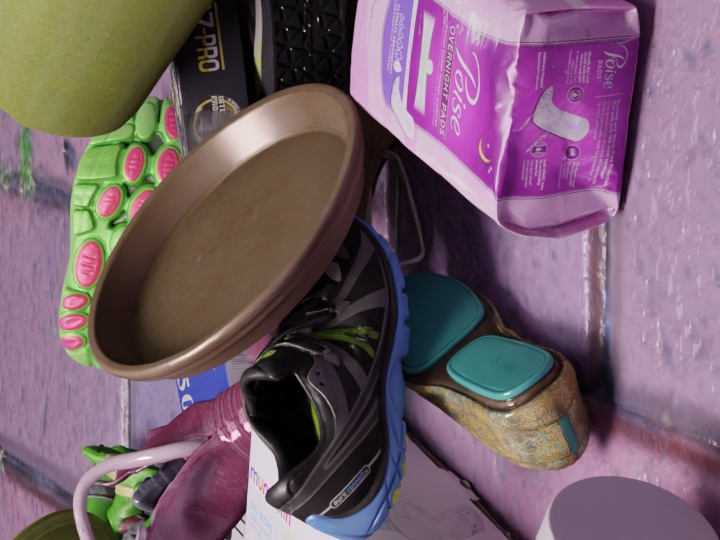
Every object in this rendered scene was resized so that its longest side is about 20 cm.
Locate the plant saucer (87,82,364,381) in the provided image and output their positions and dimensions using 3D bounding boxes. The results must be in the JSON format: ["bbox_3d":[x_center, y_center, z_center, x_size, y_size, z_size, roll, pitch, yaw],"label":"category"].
[{"bbox_3d":[-0.069,-0.017,1.419,0.200,0.029,0.201,-34,31,24],"label":"plant saucer"}]

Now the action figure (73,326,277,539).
[{"bbox_3d":[-0.072,0.089,1.570,0.200,0.149,0.134,-40,60,22],"label":"action figure"}]

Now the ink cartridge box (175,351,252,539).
[{"bbox_3d":[-0.079,0.108,1.714,0.094,0.044,0.201,132,131,-57],"label":"ink cartridge box"}]

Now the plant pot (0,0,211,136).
[{"bbox_3d":[-0.153,-0.185,1.470,0.191,0.199,0.201,-61,39,34],"label":"plant pot"}]

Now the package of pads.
[{"bbox_3d":[0.064,-0.109,1.326,0.200,0.075,0.121,-134,44,-56],"label":"package of pads"}]

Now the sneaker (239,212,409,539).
[{"bbox_3d":[-0.022,0.046,1.371,0.071,0.082,0.201,-46,37,45],"label":"sneaker"}]

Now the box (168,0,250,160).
[{"bbox_3d":[-0.099,-0.131,1.647,0.200,0.049,0.162,114,152,-81],"label":"box"}]

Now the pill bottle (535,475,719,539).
[{"bbox_3d":[0.104,0.200,1.232,0.112,0.111,0.201,-120,36,-45],"label":"pill bottle"}]

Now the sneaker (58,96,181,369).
[{"bbox_3d":[-0.172,-0.032,1.859,0.084,0.076,0.201,-76,4,-78],"label":"sneaker"}]

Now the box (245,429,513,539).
[{"bbox_3d":[0.011,0.202,1.466,0.200,0.096,0.178,-136,45,-58],"label":"box"}]

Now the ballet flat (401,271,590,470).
[{"bbox_3d":[0.064,0.058,1.374,0.200,0.070,0.071,-147,57,-63],"label":"ballet flat"}]

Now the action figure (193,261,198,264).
[{"bbox_3d":[-0.056,-0.026,1.559,0.200,0.065,0.052,-65,-43,-73],"label":"action figure"}]

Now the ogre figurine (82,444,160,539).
[{"bbox_3d":[-0.166,0.202,1.873,0.199,0.098,0.121,20,94,48],"label":"ogre figurine"}]

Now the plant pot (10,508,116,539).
[{"bbox_3d":[-0.141,0.280,1.680,0.189,0.200,0.201,18,114,28],"label":"plant pot"}]

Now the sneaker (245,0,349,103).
[{"bbox_3d":[-0.044,-0.176,1.564,0.083,0.071,0.201,-130,42,-55],"label":"sneaker"}]

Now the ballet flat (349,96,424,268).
[{"bbox_3d":[0.000,0.000,1.482,0.068,0.072,0.202,102,172,-80],"label":"ballet flat"}]
